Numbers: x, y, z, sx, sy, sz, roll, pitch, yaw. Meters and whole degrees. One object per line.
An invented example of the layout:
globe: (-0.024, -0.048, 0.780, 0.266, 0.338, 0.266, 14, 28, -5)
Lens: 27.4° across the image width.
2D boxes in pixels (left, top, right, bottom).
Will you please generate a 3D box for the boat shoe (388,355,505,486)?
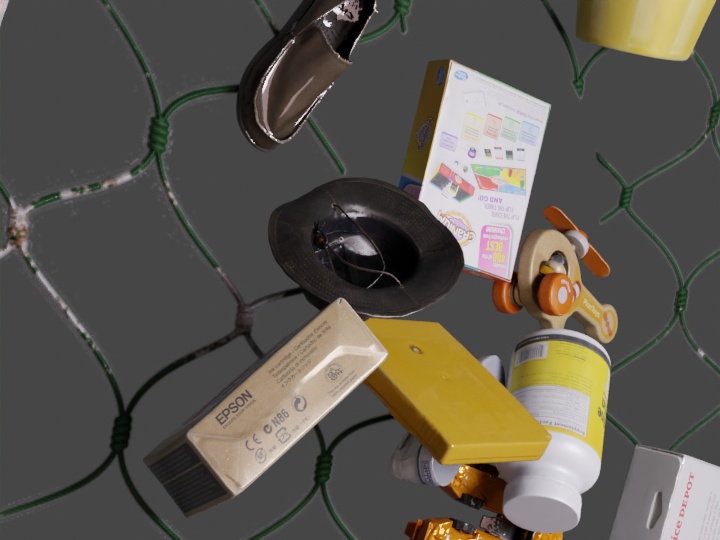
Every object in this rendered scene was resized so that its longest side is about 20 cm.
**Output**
boat shoe: (0.091, 0.151, 1.553, 0.200, 0.065, 0.074, -43, 124, -51)

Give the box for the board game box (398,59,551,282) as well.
board game box: (0.116, -0.103, 1.567, 0.152, 0.040, 0.202, 18, 83, -36)

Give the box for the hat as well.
hat: (0.000, 0.000, 1.449, 0.200, 0.201, 0.081, -17, 141, -34)

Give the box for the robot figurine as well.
robot figurine: (0.146, 0.276, 1.611, 0.199, 0.058, 0.146, 26, 79, -34)

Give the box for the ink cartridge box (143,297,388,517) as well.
ink cartridge box: (-0.089, 0.127, 1.353, 0.200, 0.165, 0.075, -41, 93, -27)

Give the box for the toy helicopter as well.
toy helicopter: (0.237, 0.017, 1.662, 0.200, 0.078, 0.133, 39, 62, -43)

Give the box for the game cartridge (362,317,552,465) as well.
game cartridge: (0.076, 0.117, 1.450, 0.176, 0.200, 0.033, 6, 122, -48)

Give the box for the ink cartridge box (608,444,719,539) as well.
ink cartridge box: (0.404, 0.307, 1.787, 0.199, 0.085, 0.149, 23, 81, -34)

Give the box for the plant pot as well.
plant pot: (0.319, -0.335, 1.616, 0.200, 0.200, 0.190, 0, 108, -36)

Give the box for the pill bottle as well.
pill bottle: (0.203, 0.171, 1.571, 0.112, 0.112, 0.201, 39, 47, -32)

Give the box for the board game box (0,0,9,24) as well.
board game box: (-0.375, -0.263, 1.194, 0.199, 0.035, 0.136, 23, 80, -36)

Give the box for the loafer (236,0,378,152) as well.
loafer: (-0.050, -0.204, 1.417, 0.073, 0.071, 0.201, 38, 71, -32)
